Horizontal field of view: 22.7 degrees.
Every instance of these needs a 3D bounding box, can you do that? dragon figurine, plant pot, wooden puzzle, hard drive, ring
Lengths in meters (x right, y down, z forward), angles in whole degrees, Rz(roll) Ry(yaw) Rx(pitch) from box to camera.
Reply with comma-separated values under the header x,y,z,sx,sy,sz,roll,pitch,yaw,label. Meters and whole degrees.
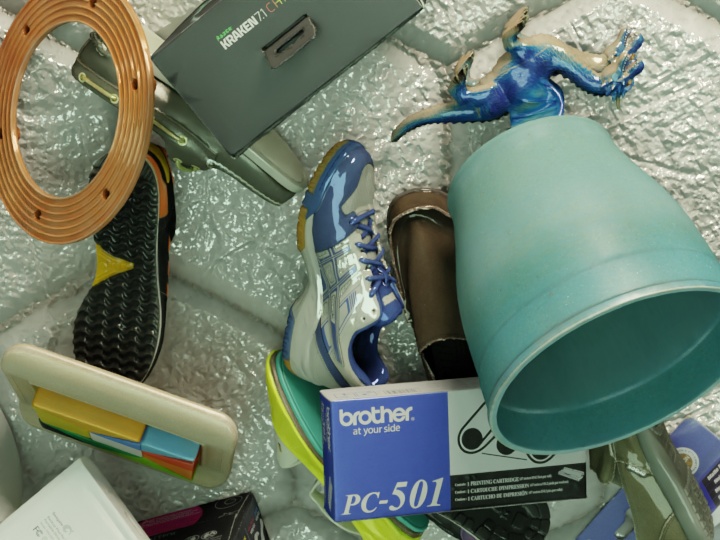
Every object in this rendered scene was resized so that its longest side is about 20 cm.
x,y,z,sx,sy,sz,roll,pitch,yaw,label
0.118,-0.127,1.336,0.200,0.059,0.100,-39,100,15,dragon figurine
0.153,-0.001,1.288,0.199,0.189,0.200,-16,148,-10,plant pot
-0.188,0.123,1.396,0.184,0.200,0.037,20,71,-1,wooden puzzle
-0.251,0.259,1.391,0.200,0.026,0.132,-40,80,8,hard drive
-0.215,-0.119,1.336,0.200,0.019,0.202,-3,85,44,ring

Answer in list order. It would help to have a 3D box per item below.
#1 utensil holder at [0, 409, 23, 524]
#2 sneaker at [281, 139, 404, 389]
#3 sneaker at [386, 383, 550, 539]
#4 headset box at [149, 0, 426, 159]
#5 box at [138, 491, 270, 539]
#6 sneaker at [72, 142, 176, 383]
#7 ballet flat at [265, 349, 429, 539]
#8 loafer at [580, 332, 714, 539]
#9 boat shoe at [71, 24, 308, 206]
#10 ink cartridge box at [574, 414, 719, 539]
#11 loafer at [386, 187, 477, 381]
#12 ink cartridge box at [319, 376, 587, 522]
x,y,z,sx,sy,sz,roll,pitch,yaw,label
-0.395,0.171,1.434,0.199,0.170,0.171,-26,104,11,utensil holder
0.000,0.000,1.370,0.088,0.075,0.201,21,119,28,sneaker
0.052,0.168,1.429,0.200,0.088,0.076,38,70,3,sneaker
-0.041,-0.184,1.259,0.174,0.200,0.093,-37,101,15,headset box
-0.171,0.281,1.464,0.199,0.132,0.115,-17,104,11,box
-0.172,-0.002,1.390,0.070,0.090,0.201,10,108,12,sneaker
-0.027,0.154,1.447,0.067,0.067,0.200,-32,104,32,ballet flat
0.204,0.136,1.397,0.069,0.075,0.201,-27,89,19,loafer
-0.129,-0.113,1.361,0.201,0.072,0.060,39,108,-1,boat shoe
0.282,0.250,1.456,0.200,0.041,0.200,36,108,-6,ink cartridge box
0.071,0.032,1.388,0.073,0.071,0.201,-17,106,11,loafer
0.071,0.132,1.354,0.199,0.044,0.095,-4,98,-12,ink cartridge box
